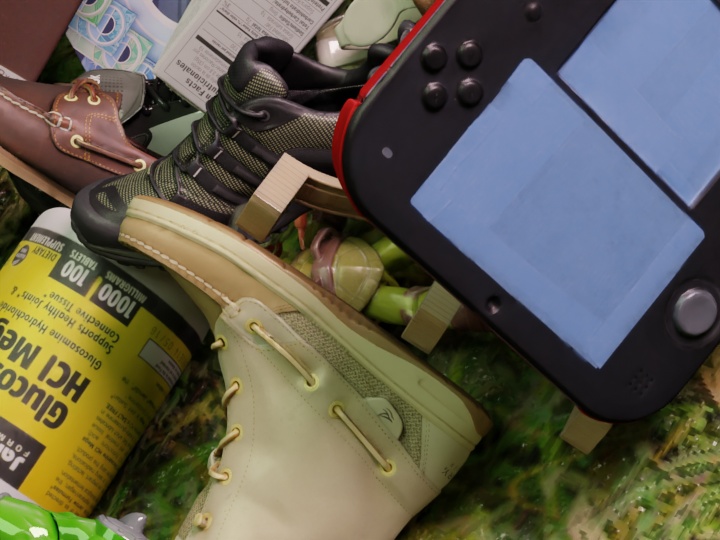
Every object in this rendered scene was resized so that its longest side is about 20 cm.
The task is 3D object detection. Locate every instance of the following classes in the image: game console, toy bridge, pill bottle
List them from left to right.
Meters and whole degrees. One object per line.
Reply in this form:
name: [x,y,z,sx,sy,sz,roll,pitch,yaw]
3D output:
pill bottle: [-0.175,0.077,0.969,0.112,0.112,0.201,18,70,43]
toy bridge: [0.043,0.007,0.845,0.067,0.199,0.027,-56,-1,-43]
game console: [0.102,-0.050,0.748,0.177,0.200,0.031,-48,26,2]

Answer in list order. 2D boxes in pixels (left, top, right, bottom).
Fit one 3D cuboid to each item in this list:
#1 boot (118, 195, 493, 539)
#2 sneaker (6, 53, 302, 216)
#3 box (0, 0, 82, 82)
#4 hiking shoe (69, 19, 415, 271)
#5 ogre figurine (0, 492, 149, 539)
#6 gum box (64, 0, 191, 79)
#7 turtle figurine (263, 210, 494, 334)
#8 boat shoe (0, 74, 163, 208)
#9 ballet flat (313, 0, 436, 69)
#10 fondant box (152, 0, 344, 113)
boot: [-0.059,0.073,0.855,0.199,0.073,0.156,35,90,1]
sneaker: [-0.126,-0.086,1.073,0.199,0.091,0.067,-25,47,18]
box: [-0.230,-0.142,1.077,0.201,0.100,0.075,-61,13,0]
hiking shoe: [-0.056,-0.068,0.907,0.199,0.101,0.076,-15,30,7]
ogre figurine: [-0.147,0.192,0.865,0.119,0.098,0.201,-12,59,9]
gum box: [-0.105,-0.213,1.130,0.199,0.045,0.171,-33,78,11]
turtle figurine: [0.000,0.000,0.935,0.160,0.064,0.201,-14,51,27]
boat shoe: [-0.151,-0.069,1.011,0.070,0.200,0.070,-52,16,11]
ballet flat: [0.018,-0.123,0.941,0.072,0.068,0.200,-16,-5,-19]
fondant box: [-0.020,-0.187,0.976,0.200,0.058,0.145,-45,16,31]
